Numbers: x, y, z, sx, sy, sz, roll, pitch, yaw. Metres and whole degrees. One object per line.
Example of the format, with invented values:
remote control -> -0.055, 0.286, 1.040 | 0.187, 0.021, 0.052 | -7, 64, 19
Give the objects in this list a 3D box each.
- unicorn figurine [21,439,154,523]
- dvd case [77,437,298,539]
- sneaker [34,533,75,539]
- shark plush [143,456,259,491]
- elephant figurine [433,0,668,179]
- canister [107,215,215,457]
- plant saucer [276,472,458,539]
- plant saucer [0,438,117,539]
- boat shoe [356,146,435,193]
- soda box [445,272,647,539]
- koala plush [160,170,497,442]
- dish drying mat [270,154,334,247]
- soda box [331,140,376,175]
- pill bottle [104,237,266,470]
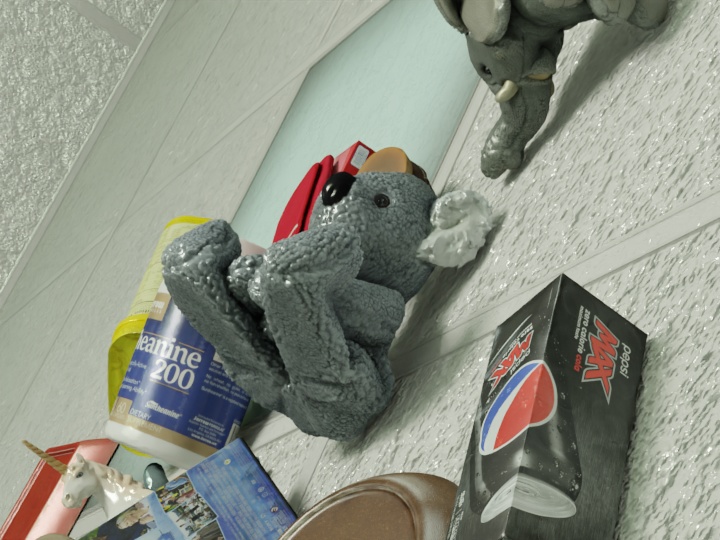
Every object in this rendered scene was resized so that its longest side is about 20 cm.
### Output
unicorn figurine -> -0.163, 0.200, 1.585 | 0.074, 0.198, 0.138 | 77, -171, -53
dvd case -> -0.143, 0.214, 1.487 | 0.199, 0.018, 0.143 | -32, 36, -8
sneaker -> -0.348, 0.331, 2.032 | 0.200, 0.070, 0.076 | -44, 21, 42
shark plush -> -0.144, 0.232, 1.616 | 0.083, 0.091, 0.201 | -4, 42, 33
elephant figurine -> 0.121, -0.193, 1.496 | 0.200, 0.141, 0.156 | -34, 32, 46
canister -> -0.175, 0.059, 1.945 | 0.201, 0.086, 0.150 | -75, -10, -53
plant saucer -> -0.013, 0.199, 1.232 | 0.199, 0.032, 0.201 | -33, 31, 23
plant saucer -> -0.353, 0.269, 2.241 | 0.201, 0.037, 0.200 | -62, 15, -18
boat shoe -> 0.000, 0.000, 1.637 | 0.070, 0.070, 0.201 | 21, 71, 40
soda box -> 0.100, 0.099, 1.100 | 0.063, 0.071, 0.201 | -42, 21, 40
koala plush -> -0.008, 0.002, 1.512 | 0.177, 0.185, 0.200 | 2, 40, 47
dish drying mat -> -0.056, -0.033, 1.695 | 0.077, 0.018, 0.200 | -52, 11, 23
soda box -> -0.030, -0.009, 1.744 | 0.070, 0.063, 0.201 | -32, 28, 57
pill bottle -> -0.139, 0.071, 1.772 | 0.202, 0.110, 0.111 | -69, 17, -8
